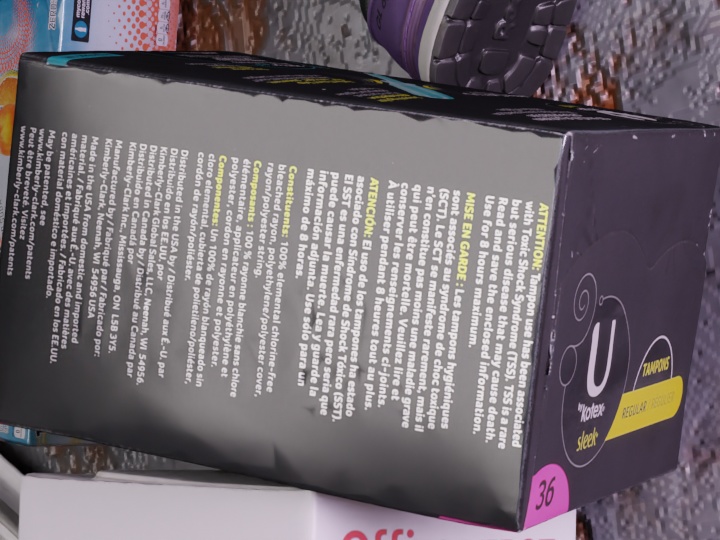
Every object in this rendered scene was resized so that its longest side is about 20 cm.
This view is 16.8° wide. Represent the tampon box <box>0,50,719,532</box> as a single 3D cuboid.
[{"bbox_3d":[0.000,0.000,0.822,0.200,0.150,0.127,10,99,26],"label":"tampon box"}]

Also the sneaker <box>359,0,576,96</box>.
[{"bbox_3d":[0.051,-0.163,0.896,0.088,0.076,0.200,44,116,44],"label":"sneaker"}]

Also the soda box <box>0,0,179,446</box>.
[{"bbox_3d":[-0.130,-0.025,1.057,0.064,0.068,0.200,5,91,44],"label":"soda box"}]

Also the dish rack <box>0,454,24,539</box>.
[{"bbox_3d":[-0.178,0.176,1.093,0.200,0.043,0.172,32,110,45],"label":"dish rack"}]

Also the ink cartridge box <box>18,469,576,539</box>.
[{"bbox_3d":[-0.024,0.172,0.857,0.146,0.147,0.200,-2,85,42],"label":"ink cartridge box"}]
